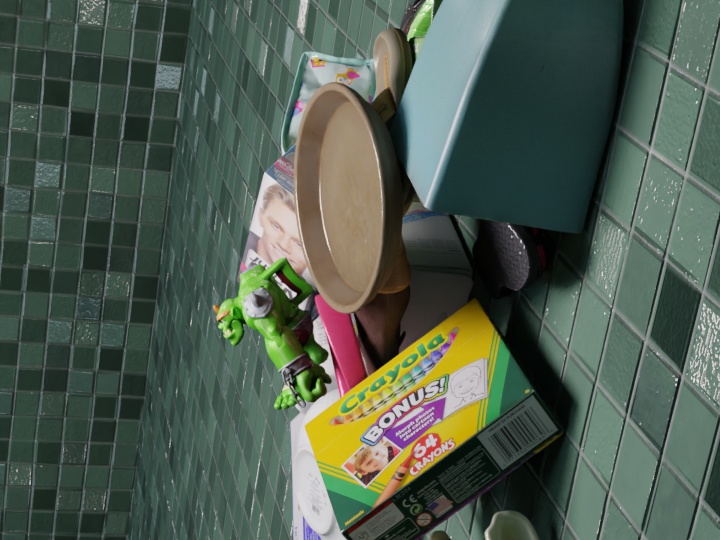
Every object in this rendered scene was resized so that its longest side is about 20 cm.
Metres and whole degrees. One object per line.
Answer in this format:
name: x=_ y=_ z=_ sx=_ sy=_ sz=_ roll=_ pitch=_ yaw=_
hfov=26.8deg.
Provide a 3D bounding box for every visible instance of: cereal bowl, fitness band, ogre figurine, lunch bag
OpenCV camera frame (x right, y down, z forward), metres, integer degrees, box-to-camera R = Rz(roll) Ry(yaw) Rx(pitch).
cereal bowl: x=-0.016 y=0.227 z=1.627 sx=0.200 sy=0.082 sz=0.203 roll=31 pitch=126 yaw=55
fitness band: x=-0.011 y=0.096 z=1.476 sx=0.200 sy=0.037 sz=0.146 roll=84 pitch=174 yaw=-76
ogre figurine: x=-0.081 y=0.058 z=1.516 sx=0.121 sy=0.097 sz=0.200 roll=59 pitch=-160 yaw=-14
lunch bag: x=-0.030 y=-0.116 z=1.695 sx=0.171 sy=0.120 sz=0.202 roll=89 pitch=-173 yaw=-51

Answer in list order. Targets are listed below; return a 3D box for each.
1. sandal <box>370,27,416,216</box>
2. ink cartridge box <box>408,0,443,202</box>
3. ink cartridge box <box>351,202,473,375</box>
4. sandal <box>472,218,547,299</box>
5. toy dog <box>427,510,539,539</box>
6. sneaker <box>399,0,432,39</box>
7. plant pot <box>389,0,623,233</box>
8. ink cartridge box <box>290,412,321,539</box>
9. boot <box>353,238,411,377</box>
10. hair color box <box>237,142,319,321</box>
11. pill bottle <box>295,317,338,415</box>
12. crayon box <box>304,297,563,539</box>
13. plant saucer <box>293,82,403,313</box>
sandal: x=0.019 y=-0.131 z=1.357 sx=0.081 sy=0.053 sz=0.202 roll=121 pitch=149 yaw=-57
ink cartridge box: x=0.095 y=-0.161 z=1.384 sx=0.059 sy=0.102 sz=0.203 roll=-156 pitch=71 yaw=-72
ink cartridge box: x=0.041 y=0.000 z=1.572 sx=0.201 sy=0.082 sz=0.147 roll=-108 pitch=27 yaw=-54
sandal: x=0.133 y=-0.019 z=1.308 sx=0.200 sy=0.045 sz=0.076 roll=108 pitch=141 yaw=-83
toy dog: x=0.088 y=0.314 z=1.290 sx=0.195 sy=0.139 sz=0.200 roll=54 pitch=153 yaw=6
sneaker: x=0.077 y=-0.260 z=1.526 sx=0.200 sy=0.076 sz=0.085 roll=137 pitch=134 yaw=-64
plant pot: x=0.127 y=-0.160 z=1.220 sx=0.142 sy=0.139 sz=0.202 roll=-114 pitch=36 yaw=-58
ink cartridge box: x=-0.043 y=0.253 z=1.880 sx=0.200 sy=0.043 sz=0.201 roll=130 pitch=141 yaw=-61
boot: x=0.000 y=0.000 z=1.447 sx=0.200 sy=0.071 sz=0.168 roll=-117 pitch=25 yaw=-61
hair color box: x=-0.065 y=-0.031 z=1.599 sx=0.061 sy=0.100 sz=0.201 roll=-45 pitch=-15 yaw=-34
pill bottle: x=-0.031 y=0.065 z=1.758 sx=0.115 sy=0.113 sz=0.202 roll=113 pitch=156 yaw=-48
crayon box: x=0.057 y=0.137 z=1.309 sx=0.199 sy=0.058 sz=0.173 roll=-36 pitch=29 yaw=5
plant saucer: x=-0.011 y=-0.064 z=1.327 sx=0.200 sy=0.029 sz=0.203 roll=175 pitch=90 yaw=-66
